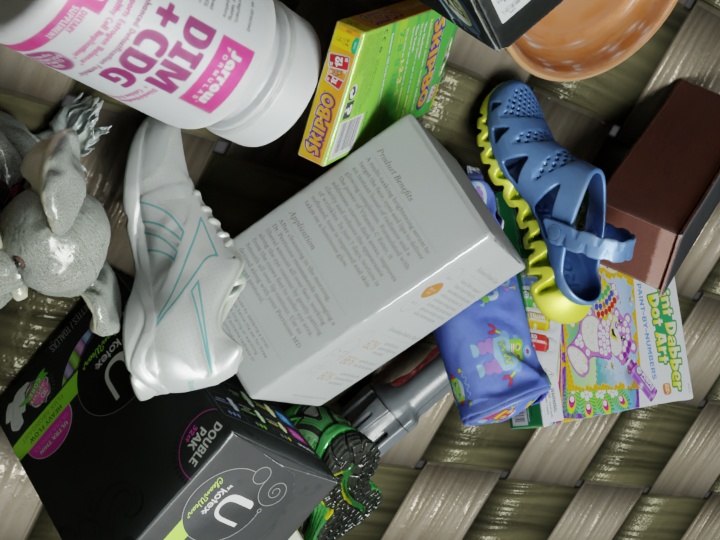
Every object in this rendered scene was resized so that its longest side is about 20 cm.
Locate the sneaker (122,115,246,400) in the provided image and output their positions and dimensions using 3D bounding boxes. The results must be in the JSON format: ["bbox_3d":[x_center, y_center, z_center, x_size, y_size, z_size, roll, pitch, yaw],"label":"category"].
[{"bbox_3d":[-0.117,-0.012,0.868,0.080,0.201,0.070,-6,160,1],"label":"sneaker"}]

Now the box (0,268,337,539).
[{"bbox_3d":[-0.143,0.126,0.928,0.149,0.200,0.124,-49,138,6],"label":"box"}]

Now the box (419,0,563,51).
[{"bbox_3d":[0.105,-0.263,0.852,0.200,0.164,0.086,-41,136,-5],"label":"box"}]

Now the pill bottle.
[{"bbox_3d":[-0.125,-0.156,0.800,0.200,0.113,0.113,23,106,-43],"label":"pill bottle"}]

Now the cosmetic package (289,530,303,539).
[{"bbox_3d":[-0.154,0.248,1.082,0.200,0.104,0.073,-32,135,-11],"label":"cosmetic package"}]

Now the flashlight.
[{"bbox_3d":[0.069,0.076,1.148,0.200,0.068,0.068,-40,175,2],"label":"flashlight"}]

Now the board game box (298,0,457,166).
[{"bbox_3d":[0.021,-0.142,0.918,0.200,0.030,0.096,-32,144,-59],"label":"board game box"}]

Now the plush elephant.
[{"bbox_3d":[-0.221,-0.024,0.796,0.200,0.155,0.165,-29,133,-15],"label":"plush elephant"}]

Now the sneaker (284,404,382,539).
[{"bbox_3d":[-0.030,0.178,1.144,0.078,0.085,0.200,-29,149,-25],"label":"sneaker"}]

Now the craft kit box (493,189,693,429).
[{"bbox_3d":[0.199,0.027,1.127,0.197,0.048,0.200,-5,85,-41],"label":"craft kit box"}]

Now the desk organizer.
[{"bbox_3d":[0.269,-0.077,1.114,0.200,0.077,0.072,-49,156,-38],"label":"desk organizer"}]

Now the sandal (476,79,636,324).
[{"bbox_3d":[0.160,-0.064,1.027,0.079,0.200,0.087,-14,168,-45],"label":"sandal"}]

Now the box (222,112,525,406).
[{"bbox_3d":[0.000,0.000,0.941,0.200,0.106,0.152,-35,164,9],"label":"box"}]

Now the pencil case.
[{"bbox_3d":[0.092,0.022,1.035,0.087,0.200,0.078,-12,169,-21],"label":"pencil case"}]

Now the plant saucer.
[{"bbox_3d":[0.178,-0.246,1.006,0.200,0.037,0.200,-18,129,-24],"label":"plant saucer"}]
